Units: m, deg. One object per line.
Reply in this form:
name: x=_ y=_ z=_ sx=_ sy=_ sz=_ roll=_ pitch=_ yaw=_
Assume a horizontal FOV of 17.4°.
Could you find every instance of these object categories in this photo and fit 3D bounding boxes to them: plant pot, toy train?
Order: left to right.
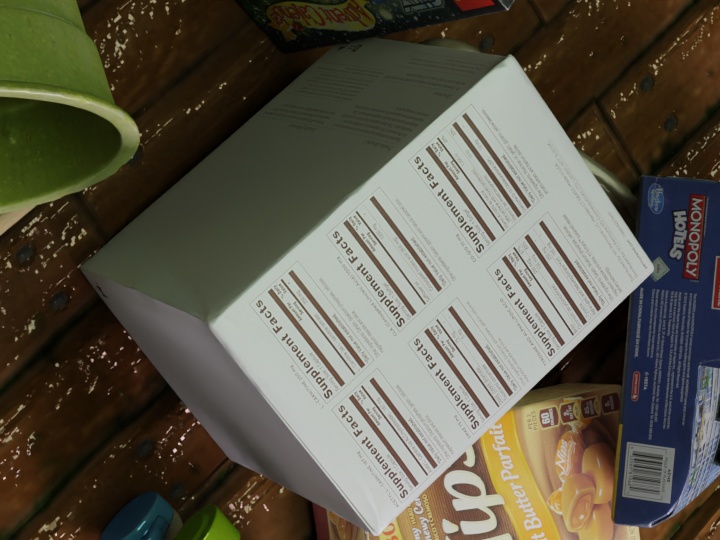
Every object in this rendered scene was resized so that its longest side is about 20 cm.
plant pot: x=-0.212 y=-0.139 z=1.099 sx=0.200 sy=0.200 sz=0.190 roll=2 pitch=74 yaw=-35
toy train: x=-0.048 y=0.162 z=1.188 sx=0.116 sy=0.200 sz=0.085 roll=44 pitch=66 yaw=-21

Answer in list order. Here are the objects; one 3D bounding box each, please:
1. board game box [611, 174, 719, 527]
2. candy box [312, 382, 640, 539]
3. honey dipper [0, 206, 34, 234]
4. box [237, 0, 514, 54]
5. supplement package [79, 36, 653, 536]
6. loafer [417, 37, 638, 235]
board game box: x=0.207 y=0.041 z=1.398 sx=0.200 sy=0.062 sz=0.200 roll=-13 pitch=108 yaw=-70
candy box: x=0.068 y=0.138 z=1.354 sx=0.200 sy=0.055 sz=0.116 roll=-10 pitch=95 yaw=-36
honey dipper: x=-0.186 y=-0.023 z=1.193 sx=0.200 sy=0.038 sz=0.038 roll=-42 pitch=112 yaw=-30
box: x=-0.017 y=-0.182 z=1.215 sx=0.137 sy=0.200 sz=0.038 roll=47 pitch=63 yaw=-24
supplement package: x=0.000 y=0.000 z=1.208 sx=0.200 sy=0.191 sz=0.147 roll=-42 pitch=113 yaw=-14
loafer: x=0.091 y=-0.050 z=1.369 sx=0.200 sy=0.076 sz=0.067 roll=42 pitch=69 yaw=-18
